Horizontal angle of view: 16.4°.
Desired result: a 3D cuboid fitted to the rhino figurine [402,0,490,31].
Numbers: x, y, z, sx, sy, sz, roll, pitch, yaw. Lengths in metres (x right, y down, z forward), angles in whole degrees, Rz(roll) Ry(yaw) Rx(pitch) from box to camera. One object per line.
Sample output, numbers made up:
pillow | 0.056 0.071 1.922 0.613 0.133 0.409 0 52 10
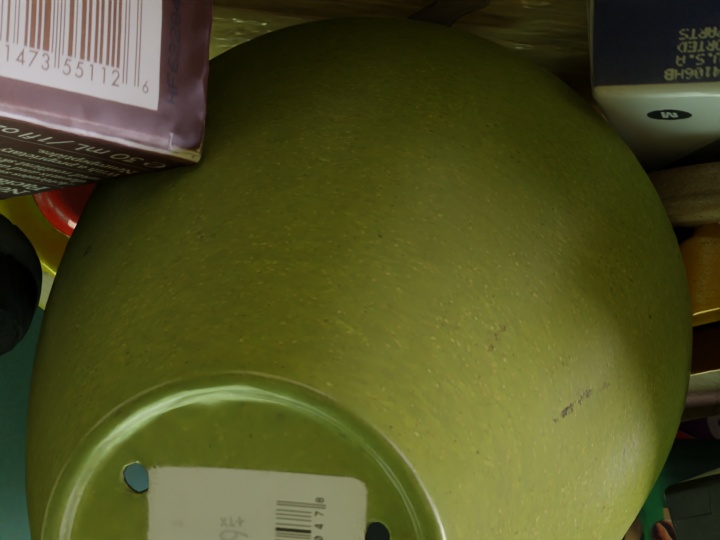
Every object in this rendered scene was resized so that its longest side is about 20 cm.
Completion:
rhino figurine | 0.000 0.000 0.765 0.087 0.201 0.060 21 -151 -6

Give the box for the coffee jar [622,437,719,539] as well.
coffee jar | 0.119 0.101 0.807 0.199 0.105 0.085 -2 151 -8

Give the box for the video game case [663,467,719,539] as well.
video game case | 0.211 0.033 0.689 0.180 0.026 0.200 -15 176 -32

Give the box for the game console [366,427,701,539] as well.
game console | 0.066 0.103 0.942 0.176 0.031 0.200 31 143 -2

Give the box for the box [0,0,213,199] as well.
box | -0.142 -0.057 0.655 0.199 0.075 0.100 -6 169 43

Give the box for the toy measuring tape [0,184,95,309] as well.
toy measuring tape | -0.070 -0.006 0.843 0.200 0.074 0.073 38 156 -20

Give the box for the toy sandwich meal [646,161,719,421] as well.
toy sandwich meal | 0.146 0.011 0.784 0.204 0.071 0.205 0 173 0

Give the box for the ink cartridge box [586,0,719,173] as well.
ink cartridge box | 0.180 -0.049 0.760 0.198 0.041 0.200 -2 170 16

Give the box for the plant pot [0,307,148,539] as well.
plant pot | -0.151 0.057 0.973 0.199 0.162 0.201 -6 176 0

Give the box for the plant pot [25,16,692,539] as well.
plant pot | -0.010 0.041 0.637 0.186 0.188 0.200 -1 -167 9

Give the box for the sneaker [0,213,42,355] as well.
sneaker | -0.149 0.021 0.631 0.073 0.082 0.200 -9 175 27

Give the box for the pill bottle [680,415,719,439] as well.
pill bottle | 0.155 0.055 0.952 0.199 0.113 0.112 -17 162 36
